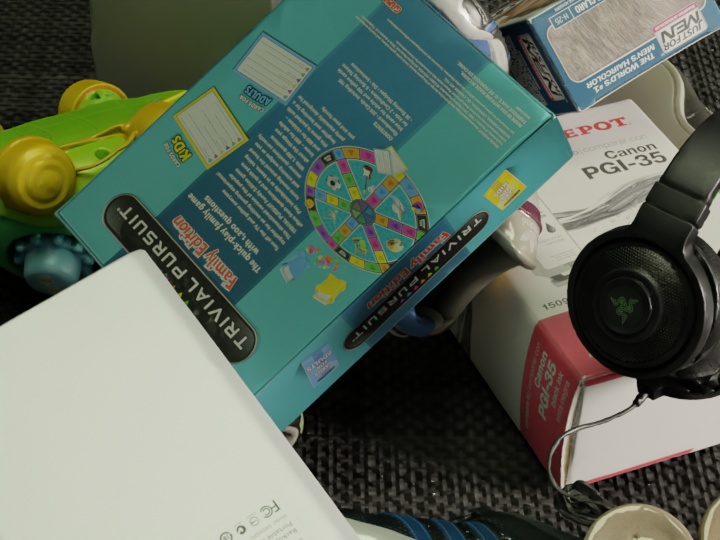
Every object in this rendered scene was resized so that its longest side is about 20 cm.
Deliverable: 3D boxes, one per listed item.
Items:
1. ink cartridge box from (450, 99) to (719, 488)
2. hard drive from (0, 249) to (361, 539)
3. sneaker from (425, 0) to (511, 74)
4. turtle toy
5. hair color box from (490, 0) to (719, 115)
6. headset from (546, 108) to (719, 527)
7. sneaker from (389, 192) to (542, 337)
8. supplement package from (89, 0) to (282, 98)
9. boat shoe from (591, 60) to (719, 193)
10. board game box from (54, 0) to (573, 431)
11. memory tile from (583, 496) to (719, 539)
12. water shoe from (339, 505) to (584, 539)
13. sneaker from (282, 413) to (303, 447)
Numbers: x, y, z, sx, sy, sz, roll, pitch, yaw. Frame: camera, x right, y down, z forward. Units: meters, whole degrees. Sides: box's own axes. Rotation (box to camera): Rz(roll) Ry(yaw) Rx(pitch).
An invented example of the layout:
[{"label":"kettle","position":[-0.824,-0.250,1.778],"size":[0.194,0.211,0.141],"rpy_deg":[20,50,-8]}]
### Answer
[{"label":"ink cartridge box","position":[0.126,0.006,0.903],"size":[0.146,0.083,0.200],"rpy_deg":[-15,43,-18]},{"label":"hard drive","position":[-0.094,0.097,0.713],"size":[0.132,0.026,0.200],"rpy_deg":[-31,65,-18]},{"label":"sneaker","position":[0.024,-0.089,0.938],"size":[0.076,0.200,0.077],"rpy_deg":[43,63,14]},{"label":"turtle toy","position":[-0.135,-0.045,0.933],"size":[0.200,0.101,0.146],"rpy_deg":[-17,20,-26]},{"label":"hair color box","position":[0.121,-0.137,0.990],"size":[0.100,0.061,0.200],"rpy_deg":[-32,9,-9]},{"label":"headset","position":[0.147,0.026,0.746],"size":[0.094,0.123,0.200],"rpy_deg":[30,92,29]},{"label":"sneaker","position":[0.000,0.000,0.857],"size":[0.200,0.075,0.090],"rpy_deg":[-30,47,28]},{"label":"supplement package","position":[-0.081,-0.183,1.087],"size":[0.120,0.121,0.200],"rpy_deg":[12,41,10]},{"label":"boat shoe","position":[0.194,-0.067,1.027],"size":[0.067,0.057,0.200],"rpy_deg":[-37,39,8]},{"label":"board game box","position":[-0.024,-0.041,0.807],"size":[0.200,0.047,0.151],"rpy_deg":[-43,62,-1]},{"label":"memory tile","position":[0.179,0.183,0.680],"size":[0.153,0.017,0.200],"rpy_deg":[-8,68,-8]},{"label":"water shoe","position":[0.038,0.143,0.761],"size":[0.200,0.072,0.079],"rpy_deg":[12,18,5]},{"label":"sneaker","position":[-0.121,0.068,0.822],"size":[0.200,0.075,0.076],"rpy_deg":[-14,42,-17]}]
